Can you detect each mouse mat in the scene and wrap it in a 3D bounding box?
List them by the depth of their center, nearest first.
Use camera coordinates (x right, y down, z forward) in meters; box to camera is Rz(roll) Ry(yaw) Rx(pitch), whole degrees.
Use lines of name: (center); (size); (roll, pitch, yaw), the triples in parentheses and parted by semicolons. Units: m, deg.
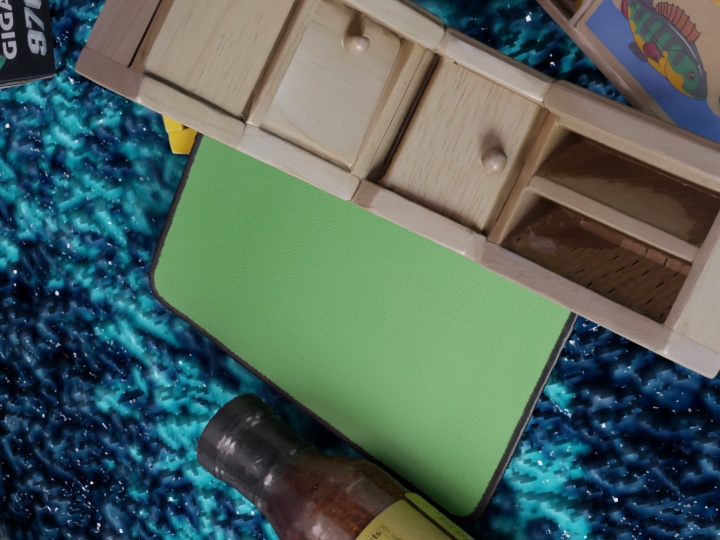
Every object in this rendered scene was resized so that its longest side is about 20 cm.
mouse mat: (0.000, 0.000, 1.057); (0.200, 0.008, 0.161); (35, 123, 19)

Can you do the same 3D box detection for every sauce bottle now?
sauce bottle: (0.011, 0.126, 1.058); (0.200, 0.066, 0.066); (38, 120, 28)

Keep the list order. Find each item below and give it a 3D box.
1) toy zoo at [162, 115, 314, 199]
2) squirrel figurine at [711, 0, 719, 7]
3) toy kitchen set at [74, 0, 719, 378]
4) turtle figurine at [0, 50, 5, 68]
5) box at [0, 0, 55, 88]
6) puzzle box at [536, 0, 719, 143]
toy zoo: (-0.045, -0.130, 1.069); (0.131, 0.020, 0.201); (-9, 95, 38)
squirrel figurine: (0.178, -0.176, 0.824); (0.200, 0.141, 0.187); (-50, 60, 6)
toy kitchen set: (0.047, -0.089, 0.879); (0.180, 0.200, 0.163); (28, 93, 42)
turtle figurine: (-0.233, -0.172, 1.095); (0.200, 0.101, 0.150); (39, 135, 6)
box: (-0.229, -0.186, 1.180); (0.159, 0.046, 0.201); (1, 100, 37)
puzzle box: (0.154, -0.101, 0.920); (0.200, 0.025, 0.133); (50, 124, 18)
